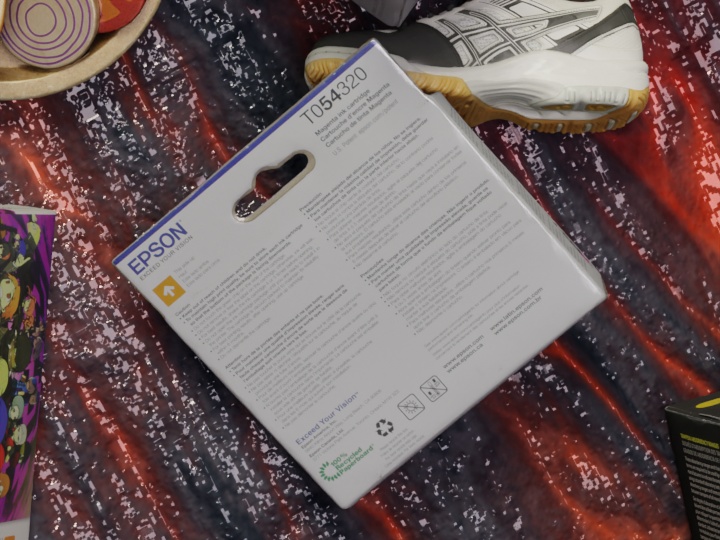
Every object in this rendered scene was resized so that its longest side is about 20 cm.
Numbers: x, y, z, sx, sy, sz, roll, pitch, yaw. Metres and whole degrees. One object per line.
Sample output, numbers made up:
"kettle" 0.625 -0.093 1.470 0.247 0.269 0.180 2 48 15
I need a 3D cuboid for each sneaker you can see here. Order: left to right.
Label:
"sneaker" 0.064 -0.127 1.546 0.199 0.076 0.088 2 74 -16

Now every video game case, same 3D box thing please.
"video game case" -0.228 0.065 1.428 0.036 0.181 0.201 7 93 26

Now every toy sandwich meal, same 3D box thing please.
"toy sandwich meal" -0.196 -0.181 1.440 0.204 0.070 0.206 -1 101 -3

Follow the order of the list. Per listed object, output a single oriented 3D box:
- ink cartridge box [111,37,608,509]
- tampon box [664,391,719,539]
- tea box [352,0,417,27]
"ink cartridge box" 0.000 0.000 1.513 0.196 0.043 0.200 -39 104 12
"tampon box" 0.284 0.162 1.594 0.149 0.126 0.201 -14 97 -15
"tea box" 0.005 -0.273 1.452 0.197 0.134 0.200 38 84 1
